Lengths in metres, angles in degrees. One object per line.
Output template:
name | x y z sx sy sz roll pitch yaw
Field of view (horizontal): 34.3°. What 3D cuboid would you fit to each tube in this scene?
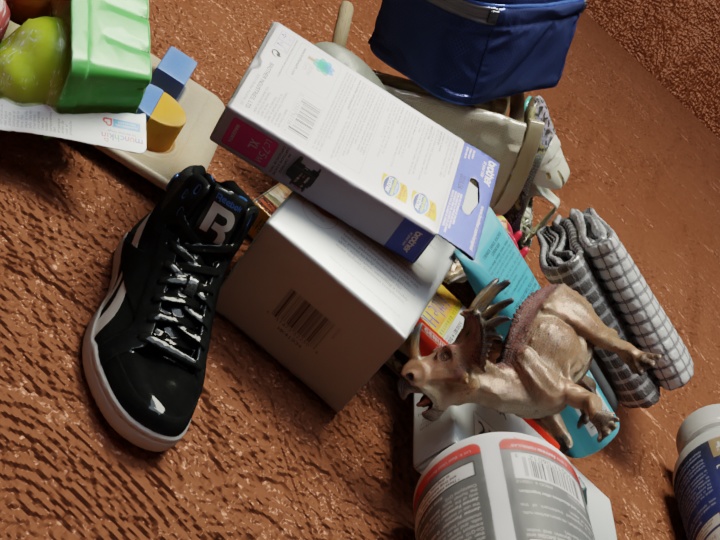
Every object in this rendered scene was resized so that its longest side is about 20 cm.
tube | 0.134 0.050 0.898 0.202 0.050 0.078 59 30 -15

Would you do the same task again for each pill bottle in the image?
pill bottle | 0.093 0.204 0.700 0.115 0.116 0.201 32 27 -21
pill bottle | 0.348 0.215 1.067 0.110 0.111 0.201 35 26 -16

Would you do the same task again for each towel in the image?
towel | 0.240 0.031 1.146 0.167 0.085 0.200 57 9 -9

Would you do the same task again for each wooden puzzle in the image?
wooden puzzle | -0.191 -0.154 0.922 0.199 0.046 0.186 37 25 -15

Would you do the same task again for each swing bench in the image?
swing bench | 0.055 -0.144 1.108 0.195 0.131 0.201 14 31 -5

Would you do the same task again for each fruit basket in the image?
fruit basket | -0.244 -0.168 0.790 0.197 0.094 0.188 3 61 -21

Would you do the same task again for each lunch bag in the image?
lunch bag | 0.117 -0.244 1.043 0.135 0.134 0.198 37 38 30

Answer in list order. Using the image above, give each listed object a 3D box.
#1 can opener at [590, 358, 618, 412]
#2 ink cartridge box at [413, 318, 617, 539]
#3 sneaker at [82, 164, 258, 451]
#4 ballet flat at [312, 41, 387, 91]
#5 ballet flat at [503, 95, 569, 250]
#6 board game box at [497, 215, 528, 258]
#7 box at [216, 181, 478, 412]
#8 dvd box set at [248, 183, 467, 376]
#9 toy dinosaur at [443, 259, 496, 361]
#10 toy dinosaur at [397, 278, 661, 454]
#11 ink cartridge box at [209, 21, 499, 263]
can opener | 0.182 0.089 1.014 0.067 0.052 0.200 59 5 38
ink cartridge box | 0.118 0.134 0.890 0.200 0.043 0.175 42 28 -24
sneaker | -0.111 0.005 0.714 0.072 0.112 0.201 28 29 -26
ballet flat | 0.014 -0.100 0.977 0.202 0.067 0.064 60 0 -19
ballet flat | 0.179 -0.094 1.205 0.071 0.202 0.073 5 49 -5
board game box | 0.129 -0.038 1.148 0.157 0.039 0.200 31 9 -49
box | -0.002 -0.016 0.871 0.124 0.098 0.200 39 39 -2
dvd box set | 0.000 0.000 0.984 0.200 0.029 0.146 43 25 1
toy dinosaur | 0.138 0.031 1.065 0.200 0.060 0.107 34 29 -59
toy dinosaur | 0.126 0.051 0.816 0.136 0.086 0.200 48 41 4
ink cartridge box | 0.001 -0.084 0.827 0.198 0.042 0.120 29 41 -8
